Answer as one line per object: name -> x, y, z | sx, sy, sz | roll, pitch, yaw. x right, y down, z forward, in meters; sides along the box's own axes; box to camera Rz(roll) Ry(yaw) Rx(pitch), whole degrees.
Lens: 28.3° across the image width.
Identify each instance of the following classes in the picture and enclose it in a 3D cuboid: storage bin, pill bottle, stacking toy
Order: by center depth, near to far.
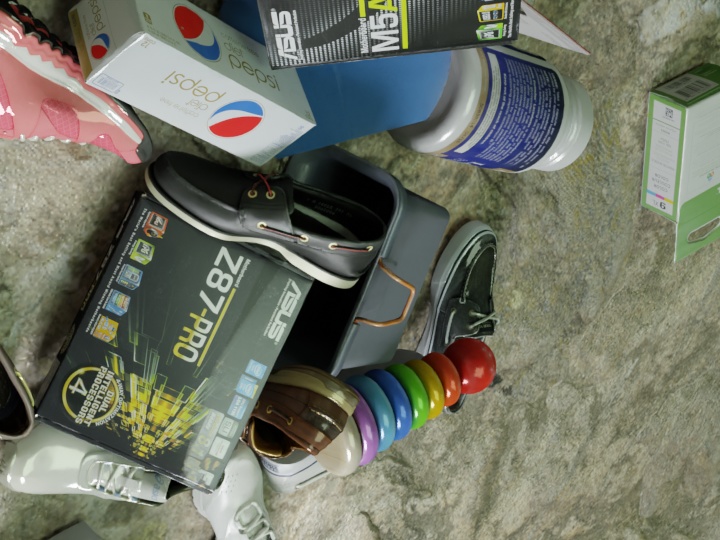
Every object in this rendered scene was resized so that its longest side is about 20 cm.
storage bin -> 0.000, 0.000, 1.283 | 0.134, 0.145, 0.201 | 5, 109, -56
pill bottle -> 0.121, -0.152, 1.317 | 0.199, 0.116, 0.116 | 8, 107, -45
stacking toy -> 0.043, 0.117, 1.347 | 0.199, 0.085, 0.086 | -22, 127, -30

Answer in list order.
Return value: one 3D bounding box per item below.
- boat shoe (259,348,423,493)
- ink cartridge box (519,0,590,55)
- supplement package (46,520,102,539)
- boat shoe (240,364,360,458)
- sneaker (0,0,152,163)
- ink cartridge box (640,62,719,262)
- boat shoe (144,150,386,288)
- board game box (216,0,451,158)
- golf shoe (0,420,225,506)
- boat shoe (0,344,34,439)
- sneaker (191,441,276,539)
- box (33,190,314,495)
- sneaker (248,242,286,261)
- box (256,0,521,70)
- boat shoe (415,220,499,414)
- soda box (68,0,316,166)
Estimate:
boat shoe -> -0.012, 0.150, 1.400 | 0.200, 0.072, 0.066 | -36, 144, -28
ink cartridge box -> 0.083, -0.252, 1.177 | 0.200, 0.176, 0.045 | 24, 90, -48
supplement package -> -0.245, 0.343, 1.249 | 0.109, 0.114, 0.201 | -26, 129, -30
boat shoe -> -0.081, 0.123, 1.224 | 0.072, 0.200, 0.068 | 37, 67, -27
sneaker -> -0.235, -0.126, 1.037 | 0.087, 0.074, 0.200 | -44, 136, 6
ink cartridge box -> 0.376, -0.122, 1.625 | 0.104, 0.059, 0.201 | -27, 129, -31
boat shoe -> -0.074, -0.053, 1.149 | 0.200, 0.074, 0.063 | 23, 127, -18
board game box -> -0.026, -0.186, 1.183 | 0.199, 0.039, 0.159 | -15, 120, 0
golf shoe -> -0.202, 0.160, 1.200 | 0.199, 0.097, 0.079 | -5, 118, -41
boat shoe -> -0.307, 0.056, 1.063 | 0.072, 0.059, 0.200 | -43, 136, -16
sneaker -> -0.105, 0.249, 1.351 | 0.074, 0.087, 0.201 | -25, 127, -30
box -> -0.152, 0.059, 1.161 | 0.161, 0.049, 0.201 | 27, 87, -18
sneaker -> -0.124, 0.013, 1.222 | 0.088, 0.075, 0.201 | 19, 95, -34
box -> 0.018, -0.221, 1.005 | 0.192, 0.048, 0.200 | -7, 155, -1
boat shoe -> 0.110, 0.052, 1.457 | 0.072, 0.071, 0.201 | -3, 114, -43
soda box -> -0.123, -0.149, 1.072 | 0.064, 0.068, 0.200 | -33, 149, 23
